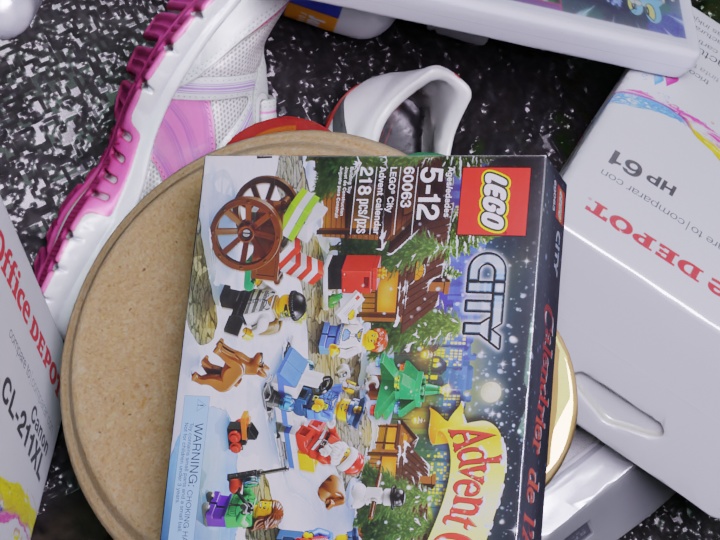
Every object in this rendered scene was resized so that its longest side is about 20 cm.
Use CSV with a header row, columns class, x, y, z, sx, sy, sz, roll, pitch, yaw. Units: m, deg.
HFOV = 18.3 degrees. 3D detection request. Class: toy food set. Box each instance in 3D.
class,x,y,z,sx,sy,sz,roll,pitch,yaw
toy food set,-0.027,0.035,0.885,0.200,0.049,0.198,-32,68,8

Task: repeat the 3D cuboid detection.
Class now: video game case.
class,x,y,z,sx,sy,sz,roll,pitch,yaw
video game case,0.046,-0.179,0.965,0.199,0.023,0.183,10,57,-23

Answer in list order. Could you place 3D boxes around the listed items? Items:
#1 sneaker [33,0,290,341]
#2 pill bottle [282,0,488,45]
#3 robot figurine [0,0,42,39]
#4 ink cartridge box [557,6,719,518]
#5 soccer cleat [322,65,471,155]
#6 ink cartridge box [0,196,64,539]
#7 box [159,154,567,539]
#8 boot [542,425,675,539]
class,x,y,z,sx,sy,sz,roll,pitch,yaw
sneaker,-0.069,-0.048,0.974,0.088,0.081,0.201,25,100,-15
pill bottle,-0.025,-0.171,1.017,0.199,0.112,0.112,19,70,-3
robot figurine,-0.201,-0.095,0.839,0.169,0.200,0.113,-11,113,5
ink cartridge box,0.150,-0.009,0.963,0.144,0.085,0.200,33,42,2
soccer cleat,0.000,0.000,0.973,0.068,0.085,0.201,27,66,-23
ink cartridge box,-0.184,0.080,0.861,0.082,0.146,0.201,3,56,11
box,0.000,0.057,0.822,0.136,0.038,0.201,0,75,19
boot,0.043,0.101,0.970,0.200,0.074,0.096,-34,57,-11
